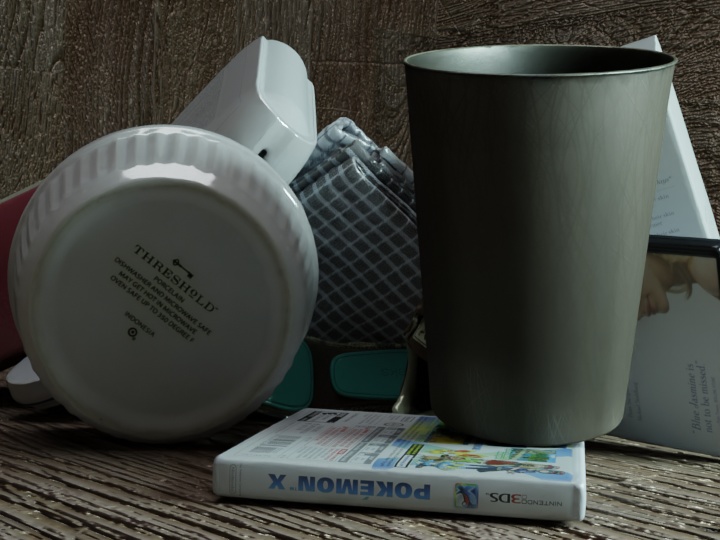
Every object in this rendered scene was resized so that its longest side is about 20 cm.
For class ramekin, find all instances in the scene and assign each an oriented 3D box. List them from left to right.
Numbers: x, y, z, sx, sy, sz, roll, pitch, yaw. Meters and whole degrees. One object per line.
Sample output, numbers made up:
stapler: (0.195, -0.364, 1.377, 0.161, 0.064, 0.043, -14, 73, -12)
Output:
ramekin: (-0.122, 0.014, 0.758, 0.200, 0.205, 0.094, 2, 13, -8)

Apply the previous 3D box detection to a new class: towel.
towel: (0.000, 0.000, 0.932, 0.165, 0.086, 0.200, -32, -61, 33)

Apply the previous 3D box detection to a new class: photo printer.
photo printer: (-0.103, -0.079, 0.894, 0.069, 0.166, 0.200, 41, 15, -18)

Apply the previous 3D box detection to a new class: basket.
basket: (0.097, -0.018, 0.680, 0.135, 0.202, 0.180, 11, 19, 34)

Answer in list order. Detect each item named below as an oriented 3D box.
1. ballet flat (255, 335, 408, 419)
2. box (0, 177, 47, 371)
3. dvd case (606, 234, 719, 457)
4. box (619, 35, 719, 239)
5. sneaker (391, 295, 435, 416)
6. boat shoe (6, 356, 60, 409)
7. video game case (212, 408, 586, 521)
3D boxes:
ballet flat: (-0.037, 0.081, 0.893, 0.198, 0.069, 0.075, 7, -23, -24)
box: (-0.256, 0.007, 0.939, 0.198, 0.110, 0.128, -24, -1, 8)
dvd case: (0.154, 0.042, 0.794, 0.199, 0.144, 0.017, 6, 27, 43)
box: (0.176, -0.039, 0.850, 0.123, 0.201, 0.098, -15, 24, 20)
sneaker: (0.071, 0.029, 0.798, 0.070, 0.201, 0.075, 34, 43, 28)
boat shoe: (-0.165, 0.069, 0.902, 0.071, 0.066, 0.199, 3, 20, 40)
video game case: (0.033, 0.103, 0.674, 0.180, 0.022, 0.200, 2, 1, 10)
